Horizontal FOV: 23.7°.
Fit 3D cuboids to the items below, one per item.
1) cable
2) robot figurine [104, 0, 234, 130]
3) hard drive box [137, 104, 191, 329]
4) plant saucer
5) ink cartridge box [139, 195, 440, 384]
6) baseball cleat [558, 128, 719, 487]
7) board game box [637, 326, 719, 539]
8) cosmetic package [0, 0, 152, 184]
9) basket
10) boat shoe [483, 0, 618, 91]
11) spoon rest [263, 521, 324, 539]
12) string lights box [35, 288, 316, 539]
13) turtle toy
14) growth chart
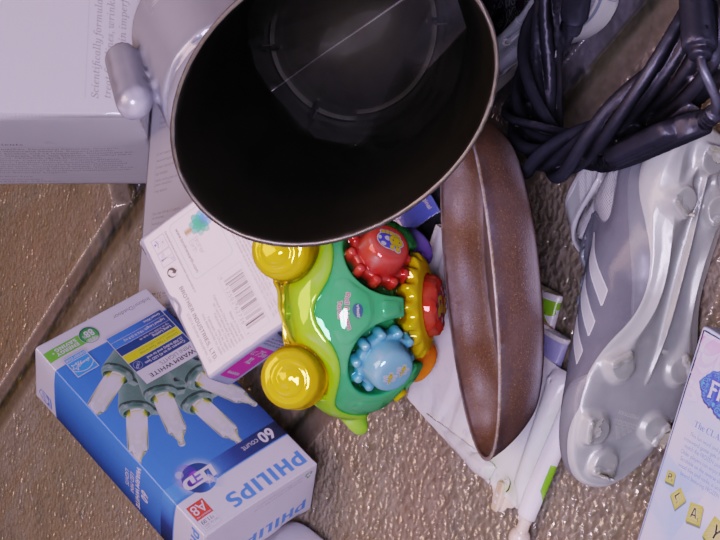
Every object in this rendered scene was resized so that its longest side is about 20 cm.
[{"bbox_3d":[0.128,-0.131,0.906,0.200,0.050,0.165,-23,65,62],"label":"cable"},{"bbox_3d":[-0.087,-0.136,1.147,0.200,0.168,0.114,-122,23,-48],"label":"robot figurine"},{"bbox_3d":[-0.099,-0.050,1.301,0.155,0.076,0.202,-7,77,56],"label":"hard drive box"},{"bbox_3d":[0.073,0.005,0.966,0.200,0.032,0.202,174,90,-85],"label":"plant saucer"},{"bbox_3d":[-0.045,-0.026,1.173,0.199,0.042,0.120,-36,66,16],"label":"ink cartridge box"},{"bbox_3d":[0.144,0.014,0.935,0.106,0.069,0.202,23,93,62],"label":"baseball cleat"},{"bbox_3d":[0.206,0.153,0.784,0.200,0.041,0.201,32,110,54],"label":"board game box"},{"bbox_3d":[-0.246,-0.174,1.405,0.200,0.163,0.167,92,179,-78],"label":"cosmetic package"},{"bbox_3d":[-0.007,-0.120,0.940,0.180,0.136,0.200,-34,15,16],"label":"basket"},{"bbox_3d":[0.073,-0.154,1.065,0.200,0.071,0.071,-25,62,52],"label":"boat shoe"},{"bbox_3d":[-0.035,0.222,1.172,0.200,0.060,0.100,160,115,-68],"label":"spoon rest"},{"bbox_3d":[-0.134,0.113,1.223,0.200,0.102,0.059,42,145,27],"label":"string lights box"},{"bbox_3d":[0.000,0.000,1.053,0.100,0.146,0.202,-3,91,14],"label":"turtle toy"},{"bbox_3d":[0.078,0.053,1.059,0.200,0.018,0.146,51,124,49],"label":"growth chart"}]
